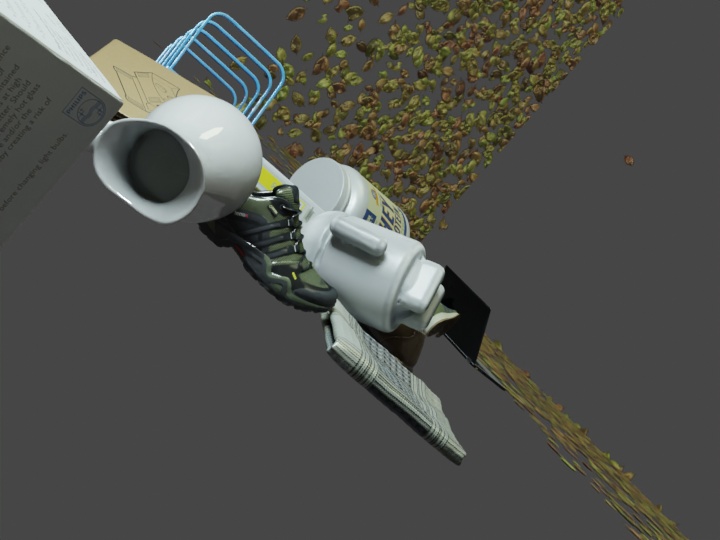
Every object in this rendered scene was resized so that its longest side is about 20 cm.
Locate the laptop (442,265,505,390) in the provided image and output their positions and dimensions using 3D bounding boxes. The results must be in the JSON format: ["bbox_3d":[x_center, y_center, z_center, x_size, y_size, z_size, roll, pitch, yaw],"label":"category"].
[{"bbox_3d":[0.242,0.122,2.404,0.200,0.116,0.187,38,7,-39],"label":"laptop"}]

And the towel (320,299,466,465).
[{"bbox_3d":[0.034,0.115,1.248,0.192,0.035,0.200,42,4,-11],"label":"towel"}]

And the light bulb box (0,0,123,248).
[{"bbox_3d":[-0.249,-0.128,0.527,0.200,0.125,0.198,36,9,-50],"label":"light bulb box"}]

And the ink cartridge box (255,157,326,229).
[{"bbox_3d":[-0.129,-0.098,1.462,0.200,0.047,0.197,43,-14,-26],"label":"ink cartridge box"}]

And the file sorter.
[{"bbox_3d":[-0.208,-0.244,1.520,0.138,0.123,0.199,40,-18,-20],"label":"file sorter"}]

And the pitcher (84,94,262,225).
[{"bbox_3d":[-0.187,-0.114,1.074,0.170,0.122,0.200,28,14,8],"label":"pitcher"}]

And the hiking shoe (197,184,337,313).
[{"bbox_3d":[-0.087,-0.038,1.211,0.200,0.101,0.076,41,6,-18],"label":"hiking shoe"}]

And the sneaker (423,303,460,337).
[{"bbox_3d":[0.135,0.076,2.206,0.090,0.067,0.200,49,9,11],"label":"sneaker"}]

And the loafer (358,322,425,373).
[{"bbox_3d":[0.022,0.055,1.460,0.200,0.071,0.073,46,6,38],"label":"loafer"}]

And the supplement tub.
[{"bbox_3d":[-0.024,-0.084,1.875,0.200,0.145,0.145,37,7,-48],"label":"supplement tub"}]

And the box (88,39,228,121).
[{"bbox_3d":[-0.241,-0.195,1.302,0.162,0.021,0.200,30,23,-7],"label":"box"}]

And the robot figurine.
[{"bbox_3d":[0.000,0.000,1.349,0.198,0.113,0.170,22,-33,16],"label":"robot figurine"}]
